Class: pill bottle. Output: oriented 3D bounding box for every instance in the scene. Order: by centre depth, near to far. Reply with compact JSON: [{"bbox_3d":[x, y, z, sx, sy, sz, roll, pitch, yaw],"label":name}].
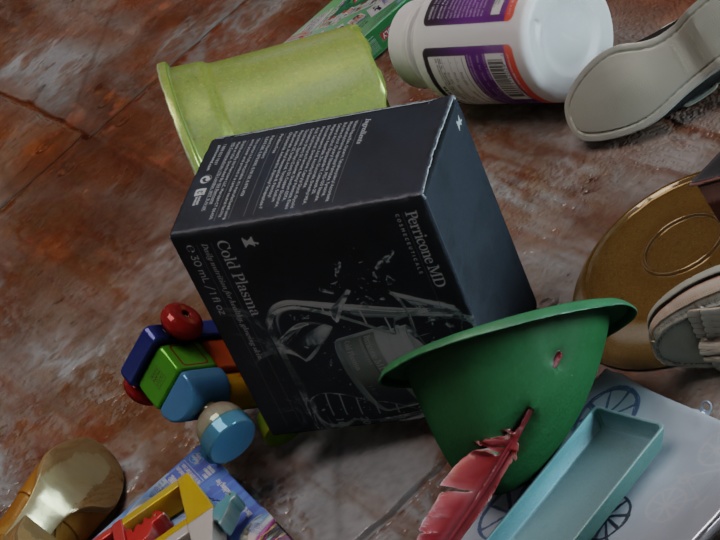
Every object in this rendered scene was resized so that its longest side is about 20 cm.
[{"bbox_3d":[0.117,-0.203,1.699,0.199,0.112,0.112,6,49,52],"label":"pill bottle"}]

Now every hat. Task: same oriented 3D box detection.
[{"bbox_3d":[0.104,0.132,1.238,0.198,0.166,0.177,-18,76,12],"label":"hat"}]

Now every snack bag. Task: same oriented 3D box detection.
[{"bbox_3d":[0.153,0.151,1.208,0.189,0.021,0.200,-44,28,-13],"label":"snack bag"}]

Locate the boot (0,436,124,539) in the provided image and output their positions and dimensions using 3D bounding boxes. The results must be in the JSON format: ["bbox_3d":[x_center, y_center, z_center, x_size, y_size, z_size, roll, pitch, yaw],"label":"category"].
[{"bbox_3d":[-0.273,0.222,1.542,0.144,0.071,0.201,-45,4,24],"label":"boot"}]

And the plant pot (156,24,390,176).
[{"bbox_3d":[-0.061,-0.127,1.729,0.183,0.201,0.201,-23,28,1],"label":"plant pot"}]

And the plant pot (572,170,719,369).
[{"bbox_3d":[0.232,-0.011,1.362,0.199,0.028,0.201,-27,30,17],"label":"plant pot"}]

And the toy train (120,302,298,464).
[{"bbox_3d":[-0.080,0.088,1.508,0.116,0.199,0.085,49,121,29],"label":"toy train"}]

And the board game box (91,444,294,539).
[{"bbox_3d":[-0.147,0.236,1.396,0.199,0.043,0.200,-42,27,-9],"label":"board game box"}]

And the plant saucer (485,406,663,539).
[{"bbox_3d":[0.111,0.167,1.192,0.200,0.019,0.070,-49,29,-19],"label":"plant saucer"}]

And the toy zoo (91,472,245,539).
[{"bbox_3d":[-0.164,0.220,1.369,0.199,0.021,0.131,-35,26,3],"label":"toy zoo"}]

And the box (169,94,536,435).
[{"bbox_3d":[0.000,0.000,1.386,0.195,0.201,0.124,-9,37,23],"label":"box"}]

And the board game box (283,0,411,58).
[{"bbox_3d":[-0.035,-0.227,2.000,0.200,0.029,0.134,-42,27,-10],"label":"board game box"}]

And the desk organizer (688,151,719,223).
[{"bbox_3d":[0.314,-0.088,1.288,0.200,0.077,0.072,-43,16,-32],"label":"desk organizer"}]

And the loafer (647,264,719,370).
[{"bbox_3d":[0.271,0.029,1.214,0.199,0.072,0.063,-17,40,27],"label":"loafer"}]

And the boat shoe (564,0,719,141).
[{"bbox_3d":[0.251,-0.165,1.541,0.200,0.074,0.060,-37,-19,34],"label":"boat shoe"}]
